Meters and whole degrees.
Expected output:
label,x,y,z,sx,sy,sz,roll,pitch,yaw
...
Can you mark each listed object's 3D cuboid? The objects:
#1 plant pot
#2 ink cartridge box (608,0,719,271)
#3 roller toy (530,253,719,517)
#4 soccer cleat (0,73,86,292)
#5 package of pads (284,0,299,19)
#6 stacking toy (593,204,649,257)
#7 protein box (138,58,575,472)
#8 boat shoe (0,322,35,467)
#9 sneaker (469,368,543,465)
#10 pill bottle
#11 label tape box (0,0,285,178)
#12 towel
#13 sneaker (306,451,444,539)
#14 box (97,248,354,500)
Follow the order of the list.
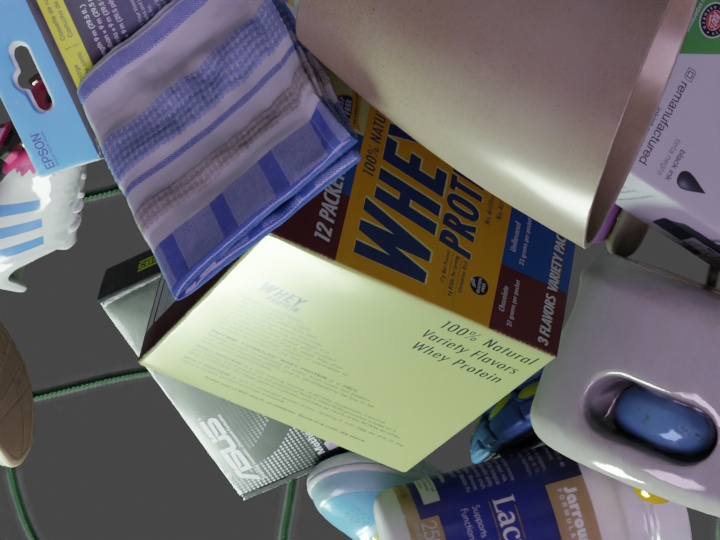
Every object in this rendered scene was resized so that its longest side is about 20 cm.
label,x,y,z,sx,sy,sz,roll,pitch,yaw
plant pot,0.071,-0.135,1.442,0.199,0.187,0.188,22,126,10
ink cartridge box,0.238,-0.084,1.589,0.200,0.083,0.147,31,81,-16
roller toy,0.204,0.080,1.609,0.182,0.200,0.140,19,94,-25
soccer cleat,-0.212,-0.062,1.711,0.086,0.070,0.200,24,128,-27
package of pads,-0.001,-0.220,1.540,0.120,0.076,0.201,-34,124,-19
stacking toy,0.097,-0.078,1.658,0.199,0.085,0.086,19,125,0
protein box,0.000,0.000,1.586,0.198,0.135,0.200,23,147,-17
boat shoe,-0.293,0.057,1.796,0.065,0.072,0.200,-7,128,26
sneaker,0.161,0.095,1.769,0.199,0.071,0.083,-28,116,22
pill bottle,0.117,0.180,1.727,0.199,0.116,0.116,-16,123,-5
label tape box,-0.138,-0.162,1.597,0.199,0.066,0.144,-22,122,2
towel,-0.087,-0.091,1.500,0.147,0.200,0.024,-38,137,11
sneaker,0.047,0.214,1.808,0.200,0.131,0.080,27,132,-26
box,-0.050,0.046,1.773,0.193,0.048,0.200,-24,119,17
